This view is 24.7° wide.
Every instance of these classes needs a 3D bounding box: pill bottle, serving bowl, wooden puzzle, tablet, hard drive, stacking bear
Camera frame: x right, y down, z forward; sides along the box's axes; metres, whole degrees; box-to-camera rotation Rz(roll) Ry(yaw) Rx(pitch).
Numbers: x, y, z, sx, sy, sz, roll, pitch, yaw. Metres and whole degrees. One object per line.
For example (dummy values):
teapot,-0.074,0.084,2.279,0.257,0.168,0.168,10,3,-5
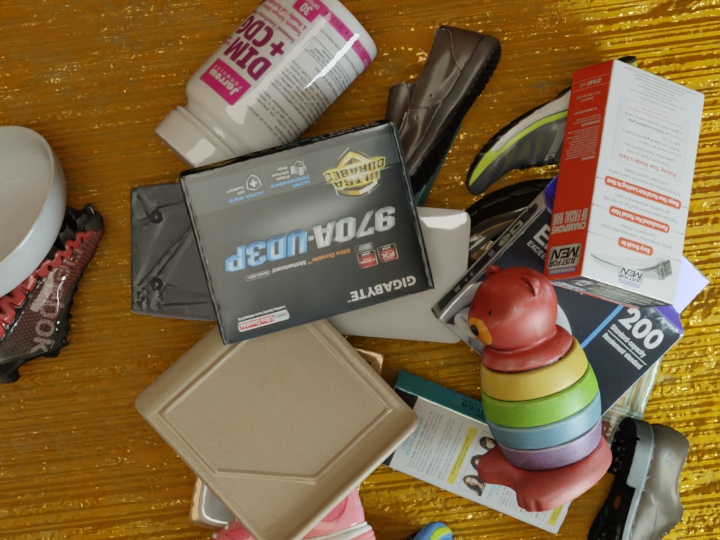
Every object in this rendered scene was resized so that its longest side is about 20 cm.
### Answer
pill bottle,-0.090,-0.169,1.528,0.113,0.113,0.200,43,86,-1
serving bowl,-0.355,-0.039,1.552,0.200,0.200,0.066,-33,135,5
wooden puzzle,-0.076,0.131,1.501,0.185,0.037,0.200,-42,78,-13
tablet,0.000,0.000,1.537,0.200,0.014,0.130,5,106,5
hard drive,-0.121,-0.019,1.584,0.200,0.042,0.135,0,94,8
stacking bear,0.151,0.092,1.463,0.114,0.121,0.200,-23,111,-18

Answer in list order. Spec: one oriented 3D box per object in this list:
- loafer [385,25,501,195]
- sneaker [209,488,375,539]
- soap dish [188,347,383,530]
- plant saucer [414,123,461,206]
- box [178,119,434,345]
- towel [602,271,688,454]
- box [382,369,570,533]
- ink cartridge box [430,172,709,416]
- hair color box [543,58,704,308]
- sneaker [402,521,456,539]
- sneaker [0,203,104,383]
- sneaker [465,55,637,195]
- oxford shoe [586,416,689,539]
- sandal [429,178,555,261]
loafer,0.055,-0.144,1.548,0.071,0.073,0.200,34,93,13
sneaker,-0.090,0.239,1.526,0.200,0.074,0.087,-13,80,0
soap dish,-0.071,0.160,1.583,0.157,0.081,0.200,11,95,2
plant saucer,0.025,-0.067,1.593,0.070,0.019,0.200,25,96,1
box,-0.049,-0.036,1.477,0.200,0.046,0.159,-14,101,-6
towel,0.223,0.067,1.592,0.146,0.022,0.200,17,95,2
box,0.113,0.174,1.584,0.200,0.049,0.082,22,108,1
ink cartridge box,0.202,0.027,1.530,0.198,0.043,0.200,40,96,-20
hair color box,0.237,-0.076,1.479,0.111,0.064,0.200,16,77,-28
sneaker,0.028,0.293,1.537,0.083,0.200,0.071,-42,76,25
sneaker,-0.310,0.028,1.591,0.201,0.071,0.098,-50,123,-13
sneaker,0.190,-0.122,1.548,0.200,0.074,0.081,-31,93,2
oxford shoe,0.271,0.245,1.580,0.084,0.073,0.200,11,104,-16
sandal,0.121,-0.029,1.563,0.200,0.082,0.055,-30,110,4
